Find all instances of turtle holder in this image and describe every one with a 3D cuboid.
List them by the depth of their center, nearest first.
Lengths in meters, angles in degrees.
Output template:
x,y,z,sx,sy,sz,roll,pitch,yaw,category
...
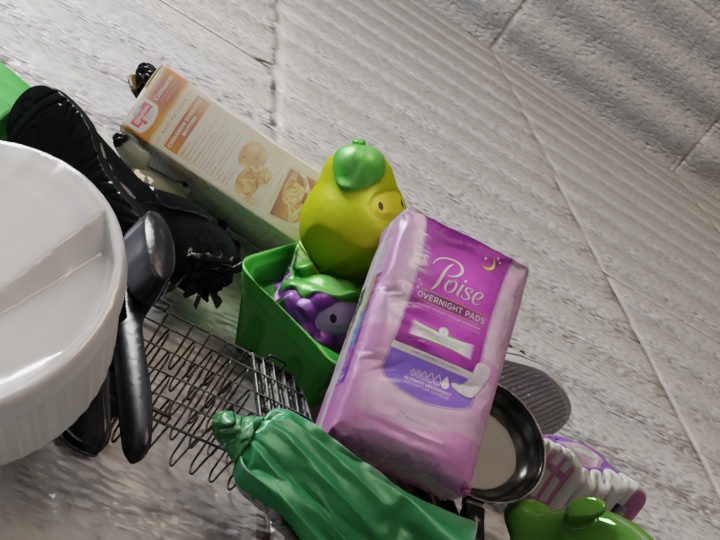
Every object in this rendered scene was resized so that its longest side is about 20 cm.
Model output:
x,y,z,sx,sy,sz,roll,pitch,yaw,category
0.174,0.262,0.855,0.185,0.141,0.132,10,-23,39,turtle holder

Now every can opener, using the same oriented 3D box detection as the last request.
x,y,z,sx,sy,sz,roll,pitch,yaw,category
-0.165,0.041,0.719,0.063,0.079,0.201,18,39,-22,can opener

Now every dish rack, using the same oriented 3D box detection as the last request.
x,y,z,sx,sy,sz,roll,pitch,yaw,category
-0.123,0.096,0.812,0.200,0.055,0.154,28,26,-26,dish rack

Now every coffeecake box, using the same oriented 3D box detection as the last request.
x,y,z,sx,sy,sz,roll,pitch,yaw,category
-0.131,-0.097,1.051,0.200,0.073,0.153,34,-11,-9,coffeecake box

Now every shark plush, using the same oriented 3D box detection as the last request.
x,y,z,sx,sy,sz,roll,pitch,yaw,category
-0.192,-0.072,1.018,0.199,0.091,0.083,14,1,-35,shark plush

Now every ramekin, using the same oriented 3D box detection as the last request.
x,y,z,sx,sy,sz,roll,pitch,yaw,category
-0.233,0.025,0.632,0.201,0.094,0.203,3,51,-3,ramekin

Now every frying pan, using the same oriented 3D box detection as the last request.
x,y,z,sx,sy,sz,roll,pitch,yaw,category
0.106,0.172,0.873,0.114,0.031,0.191,3,55,-24,frying pan

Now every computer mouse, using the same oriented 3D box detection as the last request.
x,y,z,sx,sy,sz,roll,pitch,yaw,category
-0.156,-0.155,1.157,0.199,0.044,0.110,30,-16,7,computer mouse

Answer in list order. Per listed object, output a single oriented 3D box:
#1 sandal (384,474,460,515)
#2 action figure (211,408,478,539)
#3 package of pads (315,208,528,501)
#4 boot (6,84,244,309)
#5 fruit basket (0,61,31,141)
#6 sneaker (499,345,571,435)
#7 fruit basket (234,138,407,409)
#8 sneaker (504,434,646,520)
x,y,z,sx,sy,sz,roll,pitch,yaw,category
0.041,0.192,0.873,0.080,0.057,0.202,13,47,-56,sandal
-0.023,0.162,0.749,0.200,0.055,0.118,42,54,-8,action figure
0.049,0.066,0.837,0.120,0.076,0.201,25,65,-10,package of pads
-0.188,-0.057,0.898,0.198,0.073,0.162,51,12,15,boot
-0.377,-0.141,0.876,0.199,0.094,0.185,19,24,-4,fruit basket
0.138,0.104,1.145,0.200,0.079,0.079,33,14,-26,sneaker
0.000,0.000,0.946,0.156,0.216,0.215,45,24,21,fruit basket
0.187,0.194,1.058,0.200,0.081,0.089,27,17,-35,sneaker
